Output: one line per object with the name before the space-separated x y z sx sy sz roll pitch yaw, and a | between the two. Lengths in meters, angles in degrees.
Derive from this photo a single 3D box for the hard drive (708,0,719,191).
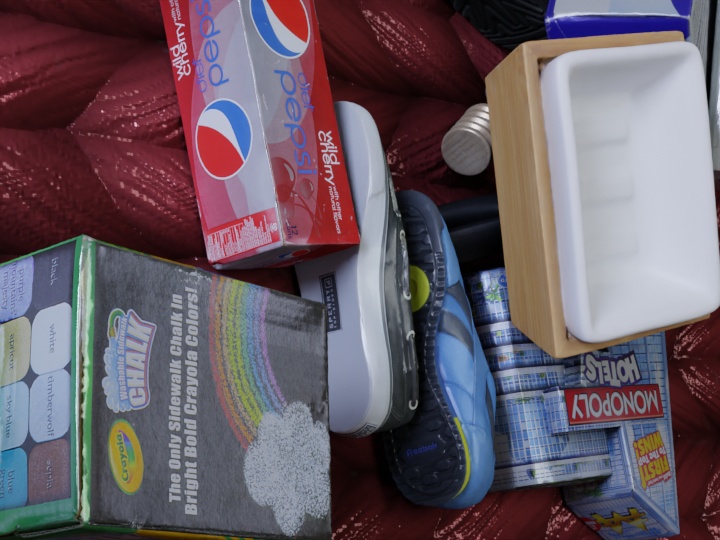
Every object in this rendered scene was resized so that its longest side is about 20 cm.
hard drive | 0.294 -0.169 1.181 0.132 0.026 0.201 14 81 -73

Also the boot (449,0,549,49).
boot | 0.091 -0.278 1.102 0.211 0.079 0.158 40 54 -50

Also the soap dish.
soap dish | 0.161 -0.054 0.996 0.157 0.081 0.201 -11 97 -38

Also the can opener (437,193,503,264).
can opener | 0.094 -0.036 1.043 0.200 0.063 0.079 -15 116 -43

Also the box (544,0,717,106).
box | 0.216 -0.183 1.152 0.200 0.105 0.184 71 28 -49

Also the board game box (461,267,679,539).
board game box | 0.161 0.098 1.071 0.200 0.062 0.200 2 75 -51

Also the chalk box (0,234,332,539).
chalk box | -0.123 0.065 0.678 0.200 0.124 0.125 17 65 -46

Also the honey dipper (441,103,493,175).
honey dipper | 0.113 -0.128 1.119 0.038 0.038 0.200 62 35 -15

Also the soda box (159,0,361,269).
soda box | -0.061 -0.103 0.863 0.070 0.063 0.201 -2 80 -51

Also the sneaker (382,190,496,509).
sneaker | 0.046 0.050 0.949 0.078 0.066 0.201 5 74 -60

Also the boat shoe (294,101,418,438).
boat shoe | 0.000 0.000 0.904 0.057 0.069 0.201 5 81 -48
